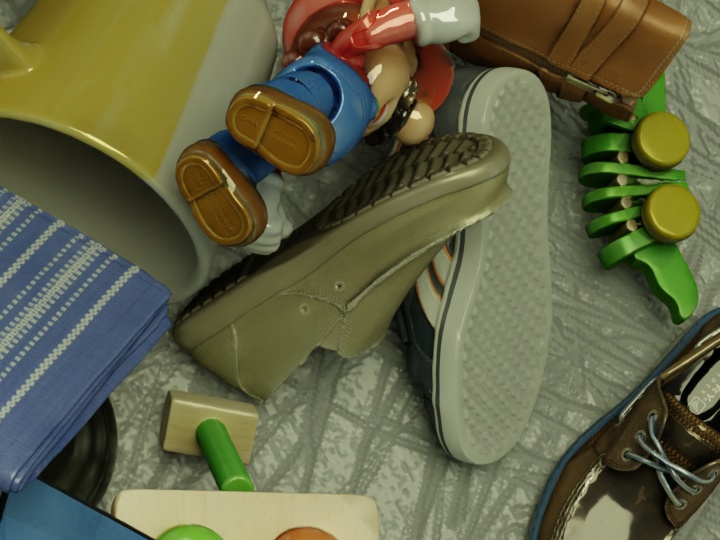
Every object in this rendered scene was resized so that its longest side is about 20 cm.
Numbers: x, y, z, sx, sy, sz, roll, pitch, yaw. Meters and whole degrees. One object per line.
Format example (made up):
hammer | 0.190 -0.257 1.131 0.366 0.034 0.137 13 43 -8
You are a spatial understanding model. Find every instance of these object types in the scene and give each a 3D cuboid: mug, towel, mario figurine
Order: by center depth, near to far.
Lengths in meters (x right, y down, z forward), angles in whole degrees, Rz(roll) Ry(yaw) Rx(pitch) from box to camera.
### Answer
towel | -0.200 0.009 1.243 0.199 0.024 0.145 31 48 9
mario figurine | -0.003 -0.072 1.285 0.200 0.123 0.107 -47 127 -57
mug | -0.113 -0.097 1.318 0.148 0.187 0.154 20 61 10

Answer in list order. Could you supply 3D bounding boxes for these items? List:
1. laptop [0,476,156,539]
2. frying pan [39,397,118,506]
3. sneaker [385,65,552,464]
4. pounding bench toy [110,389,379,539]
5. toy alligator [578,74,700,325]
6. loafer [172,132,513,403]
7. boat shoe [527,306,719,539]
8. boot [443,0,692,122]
laptop | -0.211 0.173 1.212 0.199 0.116 0.189 18 92 -9
frying pan | -0.181 0.117 1.289 0.114 0.031 0.191 10 103 -15
sneaker | 0.050 -0.005 1.387 0.078 0.079 0.202 1 95 -48
pounding bench toy | -0.065 0.140 1.268 0.123 0.156 0.202 2 74 -14
toy alligator | 0.139 -0.068 1.432 0.054 0.059 0.202 -3 76 -15
loafer | 0.000 0.000 1.335 0.068 0.199 0.076 54 26 -13
boat shoe | 0.155 0.090 1.384 0.072 0.072 0.200 37 69 -2
boot | 0.089 -0.144 1.325 0.155 0.200 0.077 28 65 3
